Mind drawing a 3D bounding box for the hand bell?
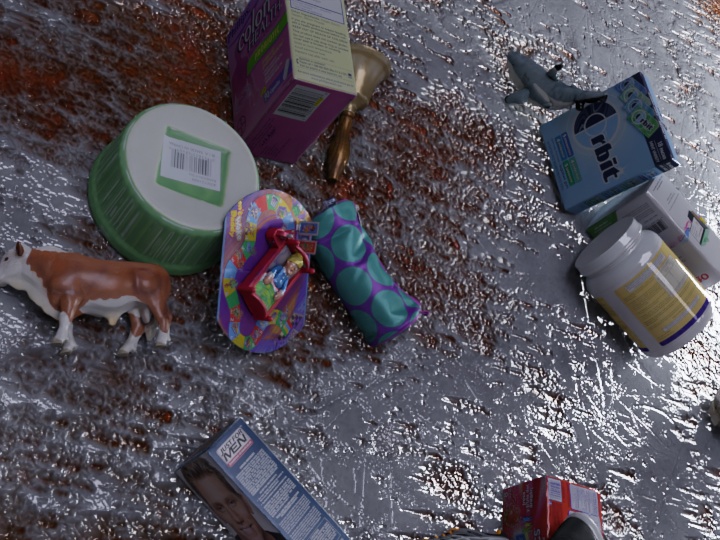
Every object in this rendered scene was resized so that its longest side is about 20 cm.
[{"bbox_3d":[-0.020,-0.221,1.308,0.103,0.104,0.202,20,68,-25],"label":"hand bell"}]

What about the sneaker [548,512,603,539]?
[{"bbox_3d":[0.275,0.400,1.052,0.099,0.071,0.201,-17,71,-37],"label":"sneaker"}]

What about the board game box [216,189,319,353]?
[{"bbox_3d":[-0.101,0.002,1.076,0.157,0.039,0.202,4,91,-53],"label":"board game box"}]

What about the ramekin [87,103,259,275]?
[{"bbox_3d":[-0.221,-0.105,1.080,0.199,0.098,0.202,16,58,-27],"label":"ramekin"}]

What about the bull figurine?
[{"bbox_3d":[-0.300,0.030,0.977,0.199,0.065,0.122,3,68,-31],"label":"bull figurine"}]

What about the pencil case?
[{"bbox_3d":[0.000,0.000,1.186,0.092,0.085,0.201,-32,86,-8],"label":"pencil case"}]

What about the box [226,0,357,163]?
[{"bbox_3d":[-0.100,-0.283,1.209,0.096,0.176,0.202,9,62,-31],"label":"box"}]

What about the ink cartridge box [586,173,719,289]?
[{"bbox_3d":[0.518,-0.049,1.534,0.200,0.145,0.084,47,49,-4],"label":"ink cartridge box"}]

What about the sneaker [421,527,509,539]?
[{"bbox_3d":[0.112,0.357,1.091,0.198,0.079,0.077,13,31,-24],"label":"sneaker"}]

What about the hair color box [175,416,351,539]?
[{"bbox_3d":[-0.102,0.263,0.965,0.200,0.100,0.061,49,50,-3],"label":"hair color box"}]

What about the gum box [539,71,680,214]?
[{"bbox_3d":[0.423,-0.216,1.522,0.044,0.199,0.171,14,57,-48],"label":"gum box"}]

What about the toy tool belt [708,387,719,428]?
[{"bbox_3d":[0.692,0.241,1.538,0.199,0.124,0.124,-18,108,-36],"label":"toy tool belt"}]

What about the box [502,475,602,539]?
[{"bbox_3d":[0.250,0.382,1.148,0.099,0.095,0.202,20,57,-24],"label":"box"}]

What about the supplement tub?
[{"bbox_3d":[0.465,0.026,1.458,0.200,0.145,0.145,48,49,-4],"label":"supplement tub"}]

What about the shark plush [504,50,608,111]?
[{"bbox_3d":[0.331,-0.322,1.542,0.090,0.084,0.200,-15,33,-31],"label":"shark plush"}]
